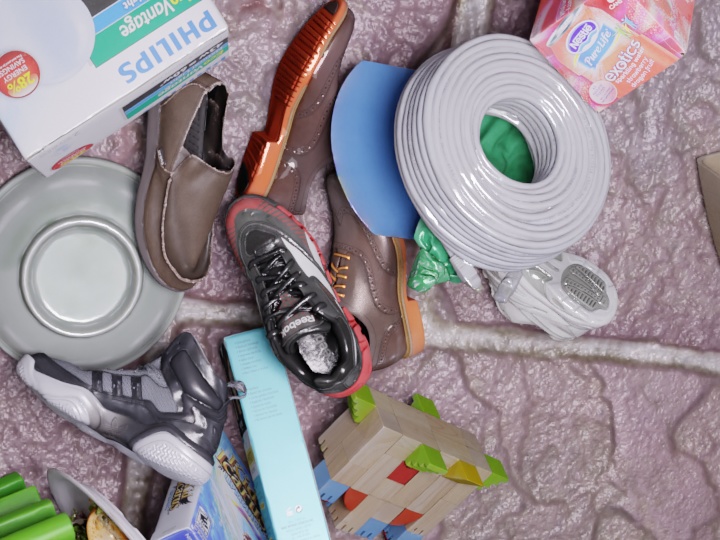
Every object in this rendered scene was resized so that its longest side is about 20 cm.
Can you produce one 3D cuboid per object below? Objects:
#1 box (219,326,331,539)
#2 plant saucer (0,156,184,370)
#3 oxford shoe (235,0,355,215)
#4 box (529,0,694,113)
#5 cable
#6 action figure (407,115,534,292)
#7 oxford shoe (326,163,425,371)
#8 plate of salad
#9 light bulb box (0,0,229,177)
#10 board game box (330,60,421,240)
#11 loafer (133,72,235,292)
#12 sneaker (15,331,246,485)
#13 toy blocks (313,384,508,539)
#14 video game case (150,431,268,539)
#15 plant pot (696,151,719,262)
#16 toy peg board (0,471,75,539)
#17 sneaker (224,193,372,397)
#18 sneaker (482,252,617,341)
[{"bbox_3d":[-0.078,0.157,1.393,0.049,0.082,0.202,-14,80,-11],"label":"box"},{"bbox_3d":[-0.248,0.002,1.370,0.198,0.050,0.203,-3,103,-15],"label":"plant saucer"},{"bbox_3d":[-0.043,-0.145,1.386,0.072,0.071,0.202,19,107,-22],"label":"oxford shoe"},{"bbox_3d":[0.228,-0.248,1.356,0.095,0.201,0.102,43,130,-20],"label":"box"},{"bbox_3d":[0.121,-0.102,1.316,0.200,0.069,0.200,50,59,-7],"label":"cable"},{"bbox_3d":[0.096,-0.054,1.358,0.118,0.054,0.201,47,55,-15],"label":"action figure"},{"bbox_3d":[0.000,0.000,1.417,0.072,0.071,0.202,-26,108,-24],"label":"oxford shoe"},{"bbox_3d":[-0.218,0.258,1.357,0.048,0.199,0.201,-40,110,-24],"label":"plate of salad"},{"bbox_3d":[-0.238,-0.216,1.259,0.197,0.125,0.201,-34,91,-5],"label":"light bulb box"},{"bbox_3d":[0.051,-0.099,1.400,0.198,0.039,0.160,6,75,-30],"label":"board game box"},{"bbox_3d":[-0.149,-0.080,1.347,0.073,0.070,0.203,-9,102,-51],"label":"loafer"},{"bbox_3d":[-0.196,0.098,1.355,0.198,0.076,0.115,27,74,11],"label":"sneaker"},{"bbox_3d":[0.023,0.195,1.459,0.199,0.100,0.137,27,117,-38],"label":"toy blocks"},{"bbox_3d":[-0.108,0.267,1.396,0.045,0.182,0.201,-25,109,12],"label":"video game case"},{"bbox_3d":[0.457,-0.014,1.490,0.197,0.200,0.179,-13,116,-12],"label":"plant pot"},{"bbox_3d":[-0.301,0.282,1.349,0.097,0.199,0.201,-20,107,-25],"label":"toy peg board"},{"bbox_3d":[-0.058,0.023,1.340,0.070,0.098,0.202,-30,91,8],"label":"sneaker"},{"bbox_3d":[0.141,0.001,1.461,0.200,0.099,0.078,42,51,2],"label":"sneaker"}]
